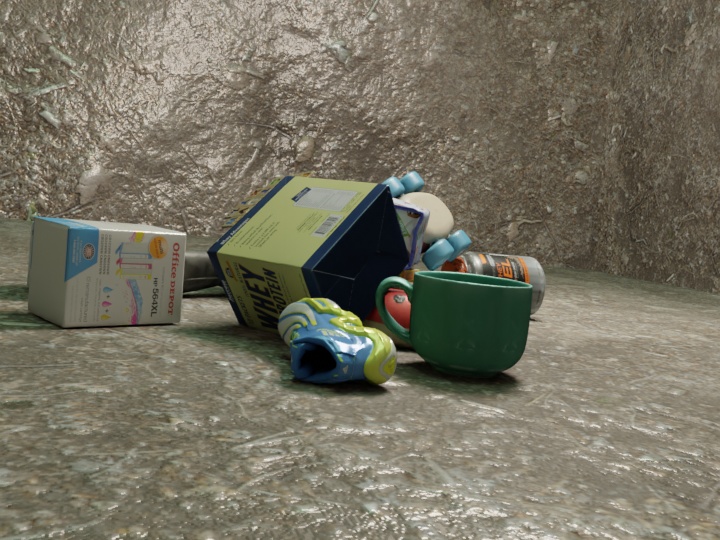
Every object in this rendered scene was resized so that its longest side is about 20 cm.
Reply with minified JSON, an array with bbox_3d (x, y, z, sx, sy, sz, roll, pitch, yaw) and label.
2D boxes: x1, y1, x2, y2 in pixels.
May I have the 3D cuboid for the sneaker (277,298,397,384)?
[{"bbox_3d":[-0.054,0.077,0.877,0.103,0.078,0.198,1,8,-43],"label":"sneaker"}]

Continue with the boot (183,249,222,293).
[{"bbox_3d":[-0.256,-0.025,1.405,0.198,0.183,0.073,11,30,-51],"label":"boot"}]

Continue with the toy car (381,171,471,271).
[{"bbox_3d":[0.078,-0.053,1.531,0.185,0.200,0.176,50,30,10],"label":"toy car"}]

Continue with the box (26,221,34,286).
[{"bbox_3d":[-0.428,-0.014,1.284,0.196,0.109,0.151,3,6,-36],"label":"box"}]

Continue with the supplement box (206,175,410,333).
[{"bbox_3d":[-0.070,-0.020,1.115,0.196,0.136,0.200,9,43,36],"label":"supplement box"}]

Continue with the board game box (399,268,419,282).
[{"bbox_3d":[0.000,0.000,1.392,0.195,0.031,0.095,3,2,20],"label":"board game box"}]

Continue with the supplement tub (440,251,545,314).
[{"bbox_3d":[0.267,0.027,1.595,0.195,0.126,0.122,4,5,-19],"label":"supplement tub"}]

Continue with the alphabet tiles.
[{"bbox_3d":[-0.175,-0.134,1.477,0.198,0.006,0.167,-1,38,50],"label":"alphabet tiles"}]

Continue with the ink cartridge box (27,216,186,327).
[{"bbox_3d":[-0.338,0.001,1.083,0.197,0.132,0.124,1,7,-44],"label":"ink cartridge box"}]

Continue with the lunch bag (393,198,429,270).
[{"bbox_3d":[0.011,-0.072,1.346,0.195,0.127,0.170,15,5,7],"label":"lunch bag"}]

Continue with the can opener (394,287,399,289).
[{"bbox_3d":[-0.007,0.044,1.474,0.196,0.055,0.066,8,4,30],"label":"can opener"}]

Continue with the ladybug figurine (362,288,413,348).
[{"bbox_3d":[0.048,0.066,1.147,0.195,0.074,0.136,7,5,13],"label":"ladybug figurine"}]

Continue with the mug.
[{"bbox_3d":[0.124,0.066,0.991,0.182,0.118,0.150,9,6,40],"label":"mug"}]
